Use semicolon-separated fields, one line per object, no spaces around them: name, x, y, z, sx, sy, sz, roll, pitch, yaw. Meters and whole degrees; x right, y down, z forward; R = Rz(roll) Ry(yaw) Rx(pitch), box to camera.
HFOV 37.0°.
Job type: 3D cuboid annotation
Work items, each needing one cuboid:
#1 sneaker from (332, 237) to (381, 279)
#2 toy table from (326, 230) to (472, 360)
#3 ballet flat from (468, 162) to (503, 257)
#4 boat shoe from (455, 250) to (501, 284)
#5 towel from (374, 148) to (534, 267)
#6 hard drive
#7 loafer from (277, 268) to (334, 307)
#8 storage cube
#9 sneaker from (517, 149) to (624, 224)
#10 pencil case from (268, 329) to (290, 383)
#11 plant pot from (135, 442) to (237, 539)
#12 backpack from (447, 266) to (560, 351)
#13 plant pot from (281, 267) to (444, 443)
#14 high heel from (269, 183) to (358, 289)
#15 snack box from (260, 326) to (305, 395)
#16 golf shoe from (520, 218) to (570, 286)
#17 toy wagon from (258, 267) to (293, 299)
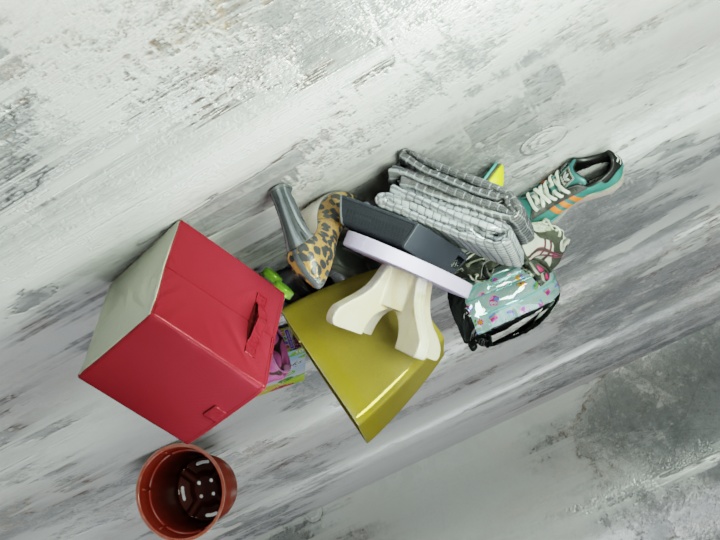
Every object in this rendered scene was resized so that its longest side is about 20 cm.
sneaker;0.000;0.000;1.665;0.080;0.071;0.199;-28;160;26
toy table;0.046;0.038;1.414;0.197;0.119;0.183;22;179;-21
ballet flat;0.157;-0.063;1.567;0.200;0.067;0.067;-49;179;-2
boat shoe;0.200;-0.014;1.845;0.198;0.065;0.070;-30;159;20
towel;0.132;-0.082;1.450;0.087;0.197;0.165;-67;163;-2
hard drive;0.057;-0.044;1.439;0.199;0.133;0.043;25;87;-64
loafer;-0.067;0.034;1.685;0.063;0.073;0.199;-35;154;23
storage cube;-0.228;0.083;1.385;0.179;0.173;0.199;37;128;-25
sneaker;0.313;-0.131;1.673;0.198;0.072;0.080;-28;152;7
pencil case;-0.209;0.171;1.765;0.198;0.095;0.091;-27;160;10
plant pot;-0.364;0.479;2.350;0.198;0.204;0.195;-23;169;5
backpack;0.256;0.041;1.923;0.197;0.128;0.167;-24;-162;7
plant pot;0.018;0.110;1.595;0.175;0.201;0.200;-34;164;-6
high heel;-0.036;-0.034;1.429;0.071;0.144;0.199;-33;158;30
snack box;-0.171;0.170;1.940;0.140;0.054;0.201;-19;160;-11
golf shoe;0.260;-0.051;1.646;0.088;0.077;0.200;-47;151;4
toy wagon;-0.170;0.067;1.563;0.039;0.200;0.156;35;93;-24
